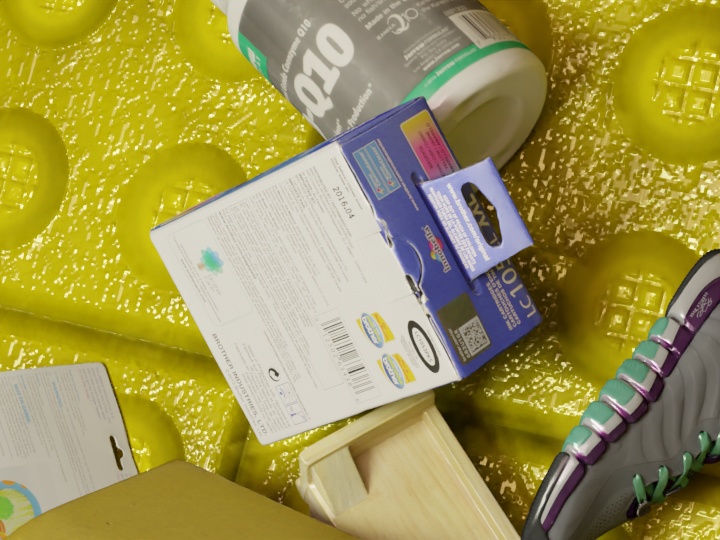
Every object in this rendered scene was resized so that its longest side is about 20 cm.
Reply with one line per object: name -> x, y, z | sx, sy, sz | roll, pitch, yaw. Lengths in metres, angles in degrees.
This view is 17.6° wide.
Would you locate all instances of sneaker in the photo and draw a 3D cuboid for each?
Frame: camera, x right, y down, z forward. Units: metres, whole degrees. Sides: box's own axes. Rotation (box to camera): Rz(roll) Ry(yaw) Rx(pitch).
sneaker -> 0.162, 0.083, 1.169 | 0.087, 0.074, 0.200 | 33, 74, 16

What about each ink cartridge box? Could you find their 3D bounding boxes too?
ink cartridge box -> 0.000, 0.000, 1.200 | 0.200, 0.076, 0.137 | -22, 98, 49

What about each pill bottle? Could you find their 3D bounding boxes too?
pill bottle -> -0.001, -0.133, 1.279 | 0.113, 0.113, 0.200 | -47, 65, 7

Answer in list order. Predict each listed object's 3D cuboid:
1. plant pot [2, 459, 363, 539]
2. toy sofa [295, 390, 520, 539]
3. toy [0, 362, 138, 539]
plant pot -> -0.109, 0.227, 1.150 | 0.194, 0.200, 0.196 | 19, 108, 38
toy sofa -> 0.050, 0.169, 1.220 | 0.083, 0.098, 0.200 | -29, 67, -12
toy -> -0.219, 0.118, 1.291 | 0.047, 0.200, 0.115 | -39, 63, 43
